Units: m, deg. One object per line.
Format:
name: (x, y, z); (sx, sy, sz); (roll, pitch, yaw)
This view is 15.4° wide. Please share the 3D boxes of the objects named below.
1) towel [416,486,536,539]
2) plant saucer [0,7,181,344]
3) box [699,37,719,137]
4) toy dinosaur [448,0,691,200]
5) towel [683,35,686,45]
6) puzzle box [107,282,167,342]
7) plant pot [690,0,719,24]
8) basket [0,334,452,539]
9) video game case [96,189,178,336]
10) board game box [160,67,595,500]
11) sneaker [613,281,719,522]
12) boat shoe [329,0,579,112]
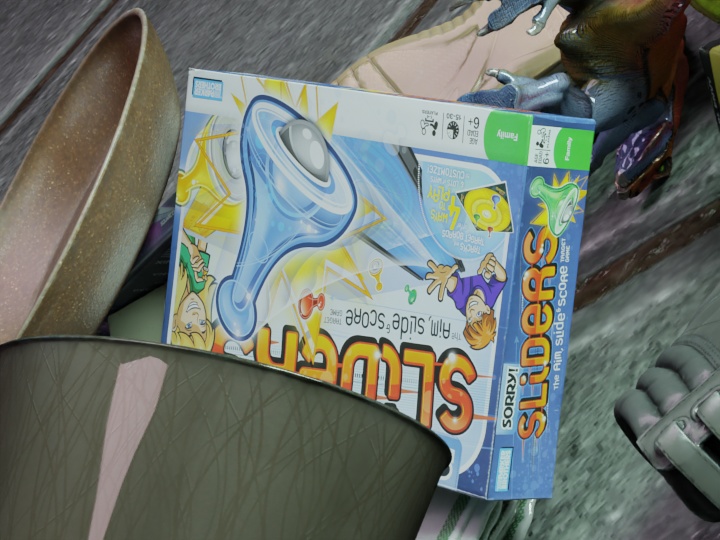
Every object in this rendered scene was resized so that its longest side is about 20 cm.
towel: (-0.025, 0.153, 0.992); (0.200, 0.031, 0.149); (-29, 20, 45)
plant saucer: (-0.126, -0.016, 1.141); (0.201, 0.037, 0.201); (-54, 20, 29)
box: (0.185, -0.053, 0.909); (0.075, 0.050, 0.200); (-18, 15, -9)
toy dinosaur: (0.105, -0.070, 1.037); (0.199, 0.105, 0.181); (-4, -2, 40)
towel: (0.082, -0.091, 1.287); (0.148, 0.036, 0.200); (-42, 17, 4)
puzzle box: (-0.021, 0.046, 1.082); (0.200, 0.025, 0.134); (-27, 65, 38)
plant pot: (0.176, -0.201, 1.110); (0.200, 0.200, 0.193); (-35, 31, 26)
basket: (-0.075, 0.138, 0.872); (0.180, 0.136, 0.201); (2, 68, 41)
video game case: (-0.054, 0.005, 1.183); (0.142, 0.019, 0.200); (-3, -20, -30)
board game box: (0.000, 0.000, 0.990); (0.200, 0.034, 0.136); (11, 97, 49)
sneaker: (0.145, 0.038, 0.804); (0.099, 0.071, 0.200); (-50, 12, -13)
boat shoe: (0.054, -0.079, 1.174); (0.200, 0.065, 0.072); (-37, 57, 14)
